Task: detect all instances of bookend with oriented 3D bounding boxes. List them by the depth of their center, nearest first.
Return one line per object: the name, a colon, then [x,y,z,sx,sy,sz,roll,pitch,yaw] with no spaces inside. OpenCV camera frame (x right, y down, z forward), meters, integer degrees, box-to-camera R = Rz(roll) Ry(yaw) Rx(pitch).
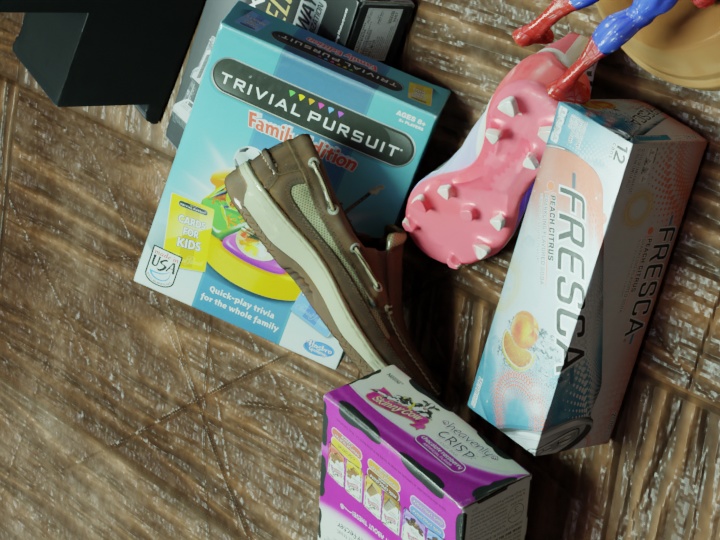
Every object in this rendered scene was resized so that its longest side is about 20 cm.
bookend: [-0.216,-0.210,1.617,0.092,0.198,0.201,49,130,35]

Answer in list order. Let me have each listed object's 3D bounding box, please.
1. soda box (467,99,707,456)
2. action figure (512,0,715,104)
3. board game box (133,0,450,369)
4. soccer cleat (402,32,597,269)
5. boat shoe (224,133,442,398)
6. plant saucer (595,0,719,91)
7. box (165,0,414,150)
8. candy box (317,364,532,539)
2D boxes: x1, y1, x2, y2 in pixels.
soda box: [0.129,0.003,1.291,0.064,0.068,0.201,34,119,41]
action figure: [0.166,-0.169,1.193,0.200,0.052,0.066,-43,65,40]
board game box: [-0.047,-0.053,1.464,0.150,0.047,0.201,23,119,3]
soccer cleat: [0.087,-0.069,1.359,0.067,0.077,0.200,38,146,3]
boat shoe: [0.001,0.002,1.414,0.075,0.203,0.075,-36,21,3]
plant saucer: [0.185,-0.200,1.233,0.200,0.037,0.201,4,95,52]
box: [-0.053,-0.136,1.532,0.158,0.050,0.201,48,129,39]
candy box: [0.035,0.179,1.392,0.136,0.061,0.201,37,136,40]
